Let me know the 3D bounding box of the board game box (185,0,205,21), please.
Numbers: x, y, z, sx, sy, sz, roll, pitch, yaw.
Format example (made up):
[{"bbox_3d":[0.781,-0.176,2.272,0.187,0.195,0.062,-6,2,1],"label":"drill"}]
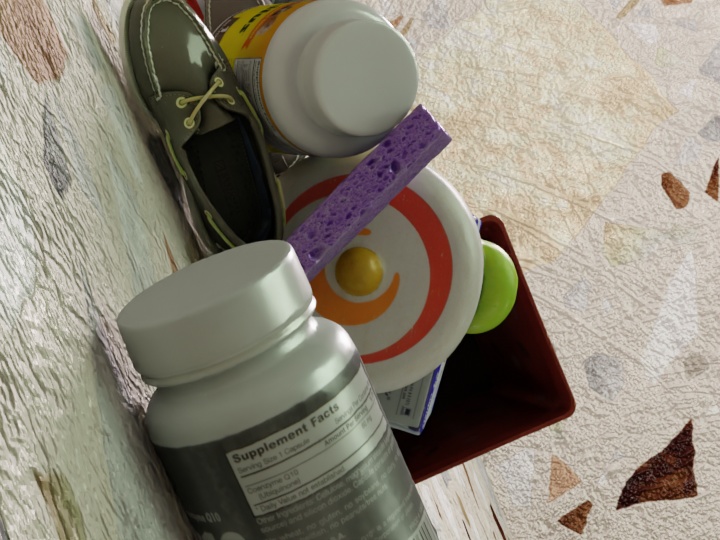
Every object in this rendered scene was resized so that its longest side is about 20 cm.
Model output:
[{"bbox_3d":[-0.113,-0.258,1.617,0.152,0.046,0.201,-47,123,-39],"label":"board game box"}]

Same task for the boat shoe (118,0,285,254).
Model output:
[{"bbox_3d":[-0.103,-0.100,1.282,0.060,0.072,0.203,16,-49,61],"label":"boat shoe"}]

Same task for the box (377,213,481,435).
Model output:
[{"bbox_3d":[0.030,0.028,1.580,0.200,0.104,0.185,-21,126,-85],"label":"box"}]

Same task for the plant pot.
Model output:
[{"bbox_3d":[0.062,0.079,1.794,0.176,0.199,0.201,162,-95,-82],"label":"plant pot"}]

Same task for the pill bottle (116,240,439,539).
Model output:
[{"bbox_3d":[-0.039,0.094,0.945,0.114,0.113,0.201,-94,161,-75],"label":"pill bottle"}]

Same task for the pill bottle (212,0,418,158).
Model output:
[{"bbox_3d":[-0.035,-0.136,1.329,0.200,0.109,0.110,13,-51,65],"label":"pill bottle"}]

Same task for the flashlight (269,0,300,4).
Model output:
[{"bbox_3d":[-0.064,-0.149,1.589,0.068,0.067,0.201,180,-88,-66],"label":"flashlight"}]

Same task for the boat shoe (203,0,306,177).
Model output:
[{"bbox_3d":[-0.088,-0.162,1.502,0.060,0.071,0.201,65,10,-64],"label":"boat shoe"}]

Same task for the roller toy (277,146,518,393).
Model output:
[{"bbox_3d":[0.000,0.000,1.408,0.183,0.199,0.140,58,4,1],"label":"roller toy"}]

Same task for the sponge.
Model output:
[{"bbox_3d":[-0.017,-0.032,1.284,0.030,0.200,0.112,45,3,2],"label":"sponge"}]
